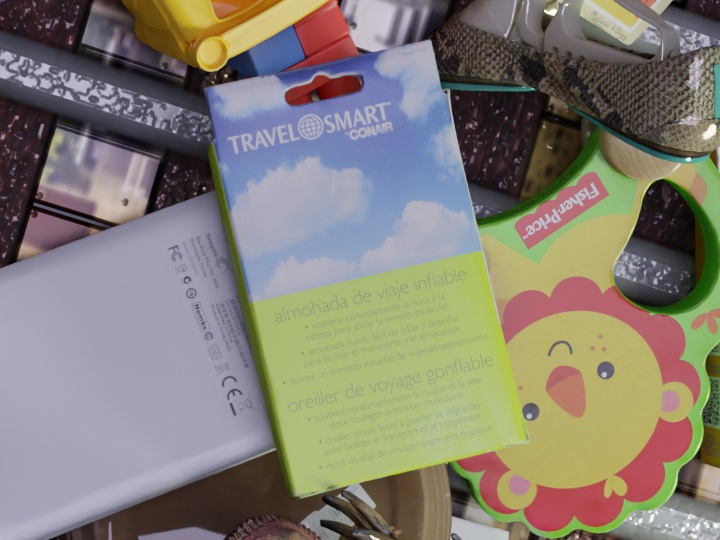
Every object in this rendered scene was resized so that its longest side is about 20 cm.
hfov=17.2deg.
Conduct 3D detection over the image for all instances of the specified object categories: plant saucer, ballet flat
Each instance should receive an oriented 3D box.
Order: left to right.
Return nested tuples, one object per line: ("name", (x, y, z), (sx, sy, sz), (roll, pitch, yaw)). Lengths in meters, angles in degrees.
("plant saucer", (-0.050, 0.119, 1.200), (0.198, 0.029, 0.202), (2, 76, -7))
("ballet flat", (0.103, -0.111, 1.180), (0.068, 0.199, 0.076), (-13, 114, -42))

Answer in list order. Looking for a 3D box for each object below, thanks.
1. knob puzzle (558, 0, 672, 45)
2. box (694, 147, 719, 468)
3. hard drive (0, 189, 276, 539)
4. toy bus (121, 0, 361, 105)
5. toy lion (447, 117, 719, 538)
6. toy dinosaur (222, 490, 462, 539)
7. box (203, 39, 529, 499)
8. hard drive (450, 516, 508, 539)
("knob puzzle", (0.152, -0.215, 1.181), (0.218, 0.031, 0.221), (-17, 135, -17))
("box", (0.243, 0.004, 1.291), (0.118, 0.041, 0.202), (-3, 94, -14))
("hard drive", (-0.113, 0.046, 1.182), (0.199, 0.026, 0.133), (-21, 80, -10))
("toy bus", (-0.036, -0.178, 1.180), (0.199, 0.136, 0.193), (-33, 112, -14))
("toy lion", (0.119, 0.031, 1.239), (0.199, 0.069, 0.192), (-34, 99, -2))
("toy dinosaur", (-0.029, 0.151, 1.100), (0.136, 0.086, 0.200), (-57, 145, -8))
("box", (0.000, 0.000, 1.160), (0.121, 0.048, 0.202), (-13, 86, -8))
("hard drive", (-0.005, 0.217, 1.221), (0.131, 0.027, 0.202), (16, 76, -14))
